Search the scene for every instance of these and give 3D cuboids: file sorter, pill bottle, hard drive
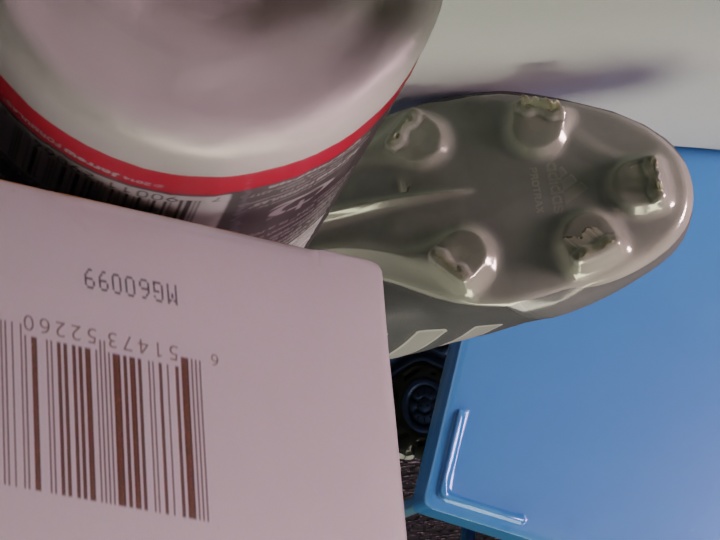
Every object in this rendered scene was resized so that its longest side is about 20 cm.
[{"bbox_3d":[0.108,0.047,0.978,0.200,0.139,0.123,18,163,-14],"label":"file sorter"},{"bbox_3d":[-0.051,-0.048,0.732,0.111,0.111,0.200,-1,164,-12],"label":"pill bottle"},{"bbox_3d":[0.073,-0.069,0.849,0.200,0.026,0.132,4,162,-23],"label":"hard drive"}]

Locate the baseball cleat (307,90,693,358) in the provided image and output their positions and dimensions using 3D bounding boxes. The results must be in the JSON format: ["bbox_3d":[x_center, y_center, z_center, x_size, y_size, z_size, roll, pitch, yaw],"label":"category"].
[{"bbox_3d":[0.000,0.000,0.879,0.200,0.070,0.106,-8,159,7],"label":"baseball cleat"}]

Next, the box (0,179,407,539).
[{"bbox_3d":[-0.105,0.071,0.695,0.152,0.106,0.200,13,147,-31],"label":"box"}]

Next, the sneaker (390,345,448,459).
[{"bbox_3d":[0.019,0.033,1.113,0.200,0.076,0.077,1,180,38],"label":"sneaker"}]
